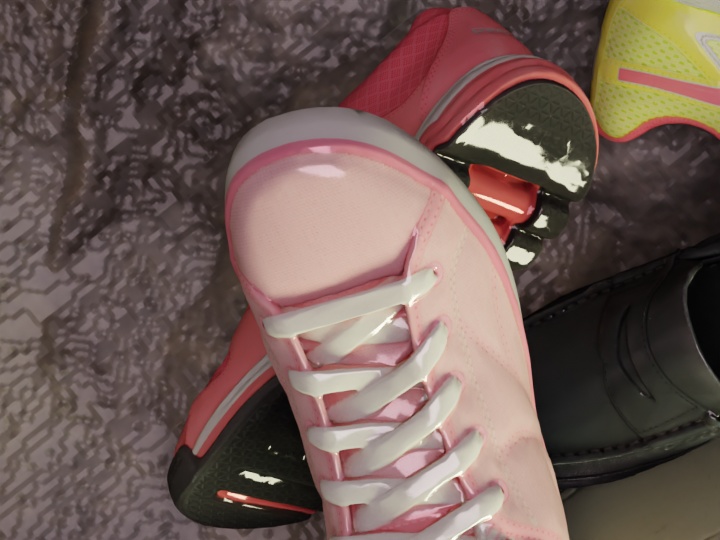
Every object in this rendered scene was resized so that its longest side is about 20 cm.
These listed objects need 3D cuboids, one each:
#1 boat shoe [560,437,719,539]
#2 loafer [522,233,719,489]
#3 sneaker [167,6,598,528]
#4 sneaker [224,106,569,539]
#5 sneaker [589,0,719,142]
[{"bbox_3d":[0.141,0.079,0.796,0.201,0.072,0.061,-29,121,5],"label":"boat shoe"},{"bbox_3d":[0.108,0.021,0.766,0.200,0.070,0.068,-19,71,19],"label":"loafer"},{"bbox_3d":[0.000,0.000,0.788,0.074,0.087,0.200,22,114,-36],"label":"sneaker"},{"bbox_3d":[0.017,0.052,0.701,0.075,0.105,0.200,-15,126,12],"label":"sneaker"},{"bbox_3d":[0.166,-0.045,0.796,0.200,0.078,0.090,24,101,-1],"label":"sneaker"}]
